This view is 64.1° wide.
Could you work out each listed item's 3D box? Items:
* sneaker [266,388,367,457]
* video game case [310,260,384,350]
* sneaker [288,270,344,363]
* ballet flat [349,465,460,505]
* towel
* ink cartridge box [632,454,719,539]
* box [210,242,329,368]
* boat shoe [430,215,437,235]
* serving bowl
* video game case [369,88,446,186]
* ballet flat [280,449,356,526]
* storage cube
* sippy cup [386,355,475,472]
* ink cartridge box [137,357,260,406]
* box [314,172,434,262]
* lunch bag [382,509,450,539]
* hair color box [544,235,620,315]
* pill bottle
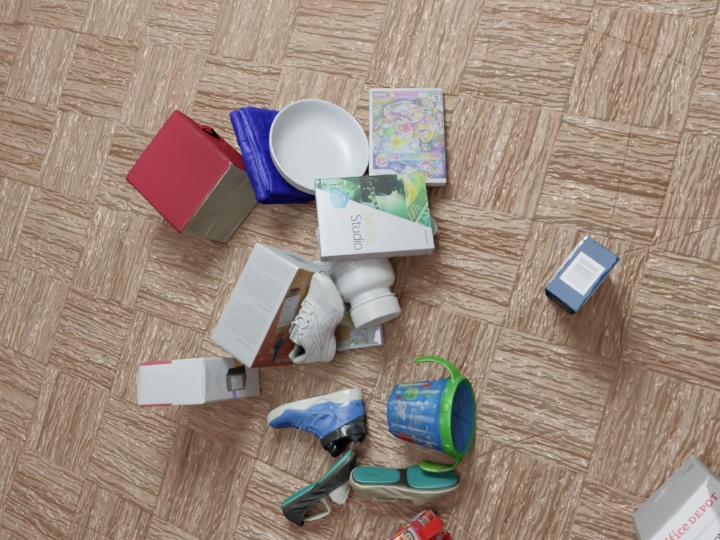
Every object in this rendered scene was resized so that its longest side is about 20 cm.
[{"bbox_3d":[-0.082,0.302,1.093,0.199,0.077,0.112,-16,68,10],"label":"sneaker"},{"bbox_3d":[-0.058,0.068,1.141,0.199,0.023,0.184,-9,81,18],"label":"video game case"},{"bbox_3d":[-0.084,0.094,1.044,0.074,0.087,0.201,39,132,45],"label":"sneaker"},{"bbox_3d":[0.079,0.389,1.038,0.198,0.069,0.070,2,85,8],"label":"ballet flat"},{"bbox_3d":[-0.168,-0.230,1.148,0.049,0.147,0.201,-30,74,46],"label":"towel"},{"bbox_3d":[0.530,0.403,0.836,0.200,0.145,0.148,42,99,19],"label":"ink cartridge box"},{"bbox_3d":[-0.160,0.069,1.082,0.106,0.152,0.201,29,96,24],"label":"box"},{"bbox_3d":[0.071,-0.123,1.094,0.201,0.075,0.060,63,145,29],"label":"boat shoe"},{"bbox_3d":[-0.085,-0.232,1.128,0.199,0.066,0.202,6,70,-18],"label":"serving bowl"},{"bbox_3d":[0.087,-0.254,1.088,0.142,0.018,0.202,0,73,1],"label":"video game case"},{"bbox_3d":[-0.064,0.417,1.088,0.200,0.068,0.069,-42,82,21],"label":"ballet flat"},{"bbox_3d":[-0.328,-0.183,1.184,0.180,0.171,0.200,41,97,17],"label":"storage cube"},{"bbox_3d":[0.120,0.251,1.010,0.129,0.140,0.179,-1,60,29],"label":"sippy cup"},{"bbox_3d":[-0.308,0.214,1.117,0.147,0.200,0.086,-8,81,18],"label":"ink cartridge box"},{"bbox_3d":[0.023,-0.094,1.007,0.198,0.036,0.145,-5,75,-7],"label":"box"},{"bbox_3d":[0.071,0.470,0.961,0.176,0.200,0.082,-42,68,11],"label":"lunch bag"},{"bbox_3d":[0.345,0.013,0.913,0.060,0.200,0.100,40,97,18],"label":"hair color box"},{"bbox_3d":[0.000,0.000,1.057,0.114,0.114,0.201,-24,76,15],"label":"pill bottle"}]
